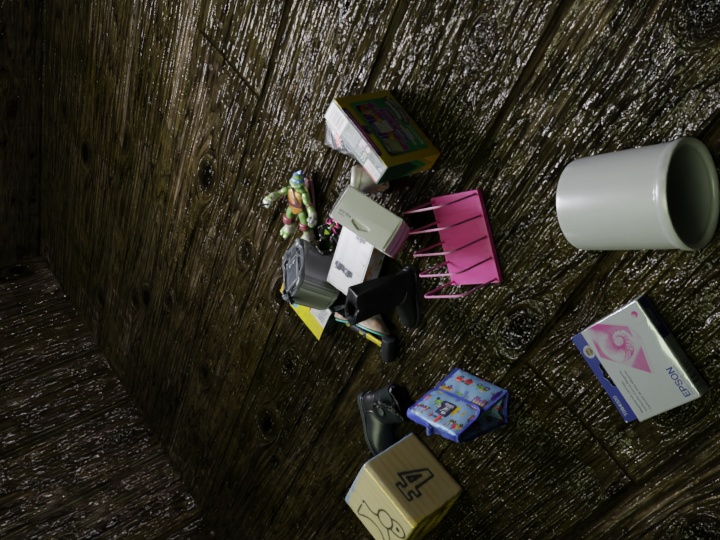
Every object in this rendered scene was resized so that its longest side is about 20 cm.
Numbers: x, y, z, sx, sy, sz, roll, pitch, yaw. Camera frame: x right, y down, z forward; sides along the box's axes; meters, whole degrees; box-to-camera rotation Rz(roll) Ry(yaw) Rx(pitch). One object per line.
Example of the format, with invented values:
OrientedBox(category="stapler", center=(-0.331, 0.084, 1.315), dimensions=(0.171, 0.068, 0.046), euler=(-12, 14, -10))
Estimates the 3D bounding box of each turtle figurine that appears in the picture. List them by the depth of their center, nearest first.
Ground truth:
OrientedBox(category="turtle figurine", center=(-0.185, -0.142, 1.897), dimensions=(0.195, 0.142, 0.201), euler=(88, 178, -48))

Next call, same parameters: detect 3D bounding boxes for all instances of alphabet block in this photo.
OrientedBox(category="alphabet block", center=(0.109, 0.581, 1.871), dimensions=(0.200, 0.195, 0.196), euler=(47, 139, 24))

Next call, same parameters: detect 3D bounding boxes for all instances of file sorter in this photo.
OrientedBox(category="file sorter", center=(0.189, -0.052, 1.532), dimensions=(0.138, 0.125, 0.202), euler=(-5, 103, 51))

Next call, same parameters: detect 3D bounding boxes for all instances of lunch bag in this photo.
OrientedBox(category="lunch bag", center=(0.212, 0.319, 1.619), dimensions=(0.150, 0.199, 0.095), euler=(21, 123, 42))

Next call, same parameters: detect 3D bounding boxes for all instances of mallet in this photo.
OrientedBox(category="mallet", center=(0.025, 0.166, 1.906), dimensions=(0.200, 0.041, 0.066), euler=(36, 132, 39))

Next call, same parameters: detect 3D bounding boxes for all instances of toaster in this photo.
OrientedBox(category="toaster", center=(-0.129, 0.019, 1.895), dimensions=(0.114, 0.128, 0.201), euler=(-49, 34, 38))

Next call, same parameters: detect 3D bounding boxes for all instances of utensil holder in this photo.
OrientedBox(category="utensil holder", center=(0.445, -0.115, 1.169), dimensions=(0.199, 0.169, 0.172), euler=(0, 107, 53))

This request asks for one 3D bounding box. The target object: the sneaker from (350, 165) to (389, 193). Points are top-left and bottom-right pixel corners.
OrientedBox(category="sneaker", center=(0.023, -0.202, 1.663), dimensions=(0.200, 0.087, 0.076), euler=(-81, -4, -82))

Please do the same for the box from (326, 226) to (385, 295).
OrientedBox(category="box", center=(-0.002, -0.038, 1.780), dimensions=(0.116, 0.060, 0.202), euler=(33, 115, 36))

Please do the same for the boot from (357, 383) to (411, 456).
OrientedBox(category="boot", center=(0.076, 0.405, 1.921), dimensions=(0.168, 0.076, 0.202), euler=(-23, 83, 56))

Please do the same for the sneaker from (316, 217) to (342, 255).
OrientedBox(category="sneaker", center=(-0.061, -0.110, 1.831), dimensions=(0.074, 0.087, 0.201), euler=(47, 137, 24))

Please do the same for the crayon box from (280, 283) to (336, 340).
OrientedBox(category="crayon box", center=(-0.141, 0.081, 2.046), dimensions=(0.200, 0.051, 0.127), euler=(49, 138, 22))

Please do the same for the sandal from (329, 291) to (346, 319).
OrientedBox(category="sandal", center=(-0.043, 0.083, 1.886), dimensions=(0.199, 0.076, 0.043), euler=(10, 152, 49))

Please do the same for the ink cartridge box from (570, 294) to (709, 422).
OrientedBox(category="ink cartridge box", center=(0.501, 0.174, 1.337), dimensions=(0.197, 0.043, 0.200), euler=(58, 139, 12))

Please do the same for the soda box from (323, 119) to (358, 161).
OrientedBox(category="soda box", center=(0.004, -0.297, 1.678), dimensions=(0.199, 0.070, 0.064), euler=(32, 129, 37))

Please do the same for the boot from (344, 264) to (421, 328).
OrientedBox(category="boot", center=(0.054, 0.089, 1.698), dimensions=(0.065, 0.199, 0.167), euler=(18, 121, 44))

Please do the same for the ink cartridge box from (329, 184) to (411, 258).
OrientedBox(category="ink cartridge box", center=(0.026, -0.104, 1.593), dimensions=(0.145, 0.200, 0.085), euler=(33, 94, 9))

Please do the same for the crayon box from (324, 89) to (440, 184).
OrientedBox(category="crayon box", center=(0.048, -0.290, 1.547), dimensions=(0.201, 0.172, 0.058), euler=(54, 136, 18))

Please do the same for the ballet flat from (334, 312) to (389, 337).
OrientedBox(category="ballet flat", center=(0.005, 0.118, 1.884), dimensions=(0.199, 0.068, 0.068), euler=(15, 88, 44))
